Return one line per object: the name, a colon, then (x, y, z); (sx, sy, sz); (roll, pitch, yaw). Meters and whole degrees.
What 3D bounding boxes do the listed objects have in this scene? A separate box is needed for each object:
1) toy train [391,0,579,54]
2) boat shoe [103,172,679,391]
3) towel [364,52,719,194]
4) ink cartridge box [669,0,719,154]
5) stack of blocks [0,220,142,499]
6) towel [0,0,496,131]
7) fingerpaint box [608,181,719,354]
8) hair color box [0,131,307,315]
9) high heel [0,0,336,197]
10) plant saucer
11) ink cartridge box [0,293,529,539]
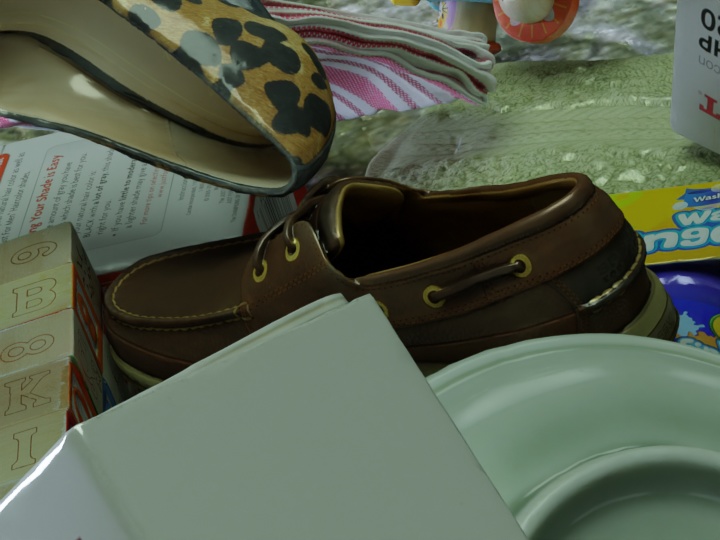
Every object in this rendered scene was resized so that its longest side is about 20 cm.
toy train: (0.099, -0.113, 0.981); (0.149, 0.056, 0.200); (5, -2, -32)
boat shoe: (0.000, 0.000, 0.720); (0.199, 0.068, 0.072); (-2, 35, 33)
towel: (0.091, -0.041, 0.908); (0.199, 0.037, 0.149); (1, 37, 31)
ink cartridge box: (0.208, -0.130, 0.793); (0.147, 0.201, 0.144); (31, 53, 31)
stack of blocks: (-0.099, 0.088, 0.729); (0.058, 0.116, 0.200); (-17, 31, 4)
towel: (-0.059, -0.073, 0.939); (0.146, 0.030, 0.199); (5, -10, -39)
fingerpaint box: (0.098, 0.044, 0.729); (0.199, 0.074, 0.167); (-6, 33, 21)
hair color box: (-0.124, 0.002, 0.864); (0.199, 0.064, 0.111); (-11, 33, 11)
high heel: (-0.110, -0.067, 0.730); (0.199, 0.072, 0.143); (-4, 35, -22)
plant saucer: (0.075, 0.100, 0.559); (0.199, 0.050, 0.201); (5, 63, -11)
ink cartridge box: (-0.008, 0.129, 0.450); (0.083, 0.201, 0.147); (-23, -15, -44)
